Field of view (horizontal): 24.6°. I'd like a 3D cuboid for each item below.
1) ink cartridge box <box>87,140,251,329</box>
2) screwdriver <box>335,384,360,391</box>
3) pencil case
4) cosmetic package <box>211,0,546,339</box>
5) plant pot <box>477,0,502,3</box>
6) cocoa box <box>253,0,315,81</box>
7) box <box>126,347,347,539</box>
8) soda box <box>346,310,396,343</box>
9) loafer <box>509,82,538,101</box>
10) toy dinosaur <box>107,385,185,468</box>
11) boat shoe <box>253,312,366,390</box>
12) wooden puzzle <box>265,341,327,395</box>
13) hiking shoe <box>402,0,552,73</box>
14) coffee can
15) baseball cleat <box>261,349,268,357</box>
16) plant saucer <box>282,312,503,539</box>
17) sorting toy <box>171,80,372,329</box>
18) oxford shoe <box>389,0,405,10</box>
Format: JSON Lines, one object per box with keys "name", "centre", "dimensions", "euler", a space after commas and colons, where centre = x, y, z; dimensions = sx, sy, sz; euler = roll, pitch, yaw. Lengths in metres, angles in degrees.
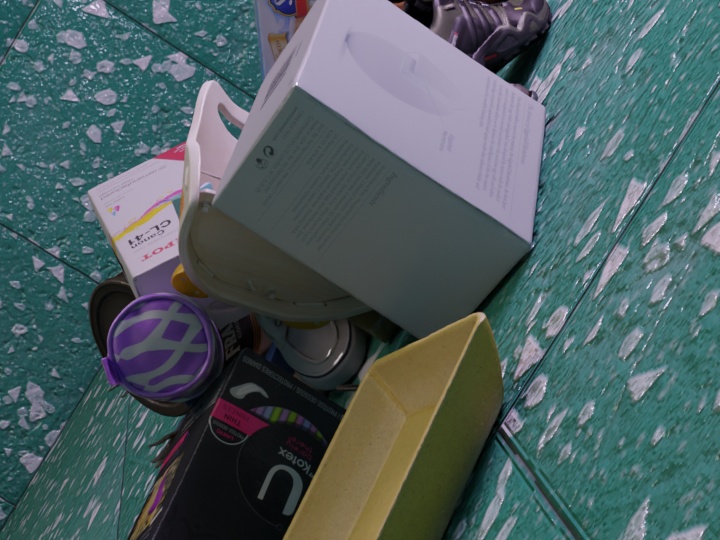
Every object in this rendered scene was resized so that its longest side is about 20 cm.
{"name": "ink cartridge box", "centre": [-0.146, -0.033, 1.459], "dimensions": [0.147, 0.086, 0.200], "euler": [-27, 30, -8]}
{"name": "screwdriver", "centre": [0.013, 0.091, 1.249], "dimensions": [0.028, 0.029, 0.200], "euler": [-61, 8, -12]}
{"name": "pencil case", "centre": [-0.150, 0.062, 1.276], "dimensions": [0.085, 0.085, 0.200], "euler": [-17, -6, -5]}
{"name": "cosmetic package", "centre": [0.021, -0.084, 1.208], "dimensions": [0.123, 0.199, 0.200], "euler": [-51, 13, 32]}
{"name": "plant pot", "centre": [0.108, -0.357, 1.626], "dimensions": [0.202, 0.199, 0.178], "euler": [-67, 4, -37]}
{"name": "cocoa box", "centre": [-0.043, -0.283, 1.657], "dimensions": [0.133, 0.130, 0.202], "euler": [-109, 13, -82]}
{"name": "box", "centre": [-0.090, 0.180, 1.193], "dimensions": [0.106, 0.122, 0.201], "euler": [-45, 17, 51]}
{"name": "soda box", "centre": [0.000, 0.000, 1.421], "dimensions": [0.064, 0.067, 0.200], "euler": [-57, 11, 5]}
{"name": "loafer", "centre": [0.073, -0.100, 1.375], "dimensions": [0.200, 0.063, 0.072], "euler": [-44, 18, 54]}
{"name": "toy dinosaur", "centre": [-0.194, 0.102, 1.731], "dimensions": [0.201, 0.105, 0.182], "euler": [-53, -9, -23]}
{"name": "boat shoe", "centre": [-0.062, 0.038, 1.452], "dimensions": [0.074, 0.065, 0.200], "euler": [-51, 34, -1]}
{"name": "wooden puzzle", "centre": [-0.092, 0.127, 1.518], "dimensions": [0.200, 0.046, 0.186], "euler": [-43, 19, 45]}
{"name": "hiking shoe", "centre": [0.090, -0.212, 1.419], "dimensions": [0.076, 0.101, 0.200], "euler": [-35, 4, 47]}
{"name": "coffee can", "centre": [-0.144, 0.027, 1.610], "dimensions": [0.200, 0.147, 0.146], "euler": [-37, -4, -38]}
{"name": "baseball cleat", "centre": [-0.141, 0.128, 1.704], "dimensions": [0.107, 0.069, 0.201], "euler": [-49, 13, 42]}
{"name": "plant saucer", "centre": [0.016, 0.138, 1.032], "dimensions": [0.201, 0.048, 0.200], "euler": [-63, 12, -21]}
{"name": "sorting toy", "centre": [-0.069, -0.063, 1.290], "dimensions": [0.107, 0.198, 0.181], "euler": [-44, 38, 40]}
{"name": "oxford shoe", "centre": [-0.003, -0.191, 1.418], "dimensions": [0.200, 0.071, 0.072], "euler": [-52, -41, -49]}
